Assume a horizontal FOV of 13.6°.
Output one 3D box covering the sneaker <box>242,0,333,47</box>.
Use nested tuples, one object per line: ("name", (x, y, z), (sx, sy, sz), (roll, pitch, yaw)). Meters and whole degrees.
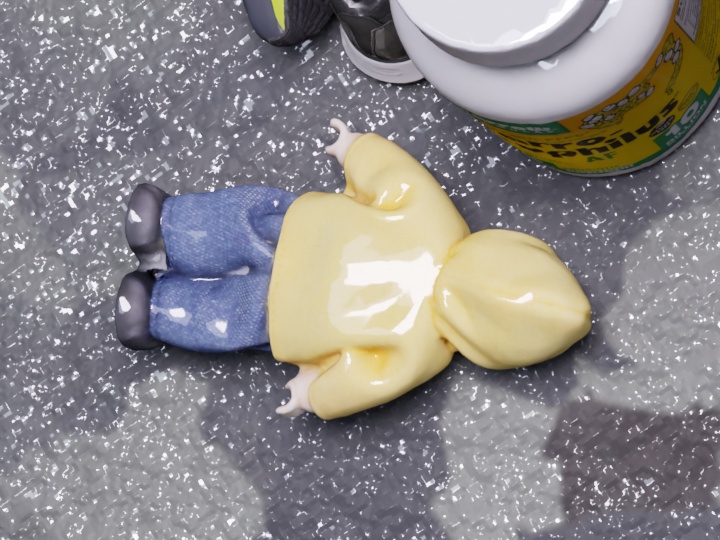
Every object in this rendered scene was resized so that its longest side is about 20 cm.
("sneaker", (-0.067, -0.181, 1.292), (0.081, 0.074, 0.201), (-27, 70, 21))

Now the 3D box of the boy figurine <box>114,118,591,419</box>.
("boy figurine", (0.000, 0.000, 1.244), (0.199, 0.064, 0.125), (3, 83, 16))

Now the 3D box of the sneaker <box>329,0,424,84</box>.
("sneaker", (0.035, -0.179, 1.243), (0.066, 0.090, 0.201), (20, 88, 17))

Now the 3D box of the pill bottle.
("pill bottle", (0.075, -0.105, 1.164), (0.112, 0.200, 0.114), (-2, 82, 16))
